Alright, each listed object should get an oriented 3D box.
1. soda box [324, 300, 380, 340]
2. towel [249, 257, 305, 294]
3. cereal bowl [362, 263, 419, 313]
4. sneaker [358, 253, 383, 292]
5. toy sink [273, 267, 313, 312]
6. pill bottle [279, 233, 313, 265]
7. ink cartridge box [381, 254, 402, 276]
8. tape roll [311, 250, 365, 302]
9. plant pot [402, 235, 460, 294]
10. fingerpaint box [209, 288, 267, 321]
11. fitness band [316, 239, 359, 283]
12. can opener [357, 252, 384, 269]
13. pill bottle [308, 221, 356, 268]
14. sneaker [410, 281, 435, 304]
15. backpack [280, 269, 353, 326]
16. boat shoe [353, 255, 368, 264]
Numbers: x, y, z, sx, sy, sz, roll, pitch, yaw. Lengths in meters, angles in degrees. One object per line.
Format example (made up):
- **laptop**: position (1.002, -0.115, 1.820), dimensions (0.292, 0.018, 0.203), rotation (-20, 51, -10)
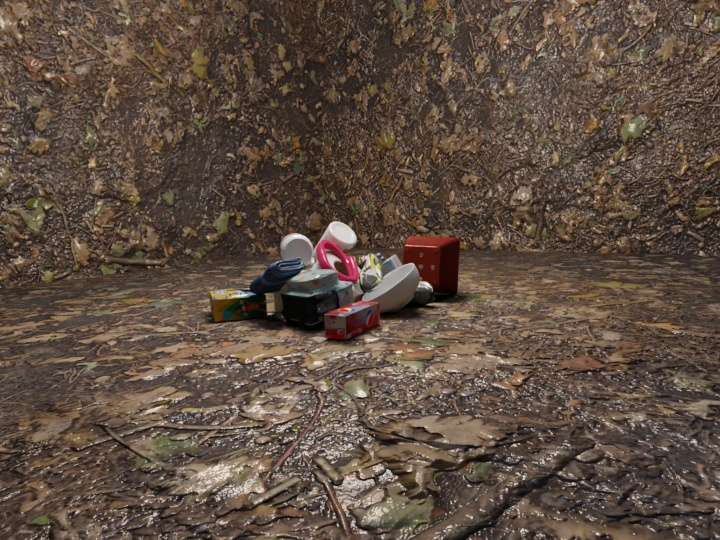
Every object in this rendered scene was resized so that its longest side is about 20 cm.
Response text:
- **soda box**: position (-0.019, 0.130, 1.391), dimensions (0.069, 0.065, 0.199), rotation (2, 8, 28)
- **towel**: position (-0.255, 0.021, 1.577), dimensions (0.110, 0.050, 0.199), rotation (-12, -13, -38)
- **cereal bowl**: position (0.105, 0.069, 1.625), dimensions (0.198, 0.084, 0.200), rotation (-33, 10, 6)
- **sneaker**: position (0.030, 0.026, 1.687), dimensions (0.073, 0.086, 0.201), rotation (27, 30, -3)
- **toy sink**: position (-0.203, 0.059, 1.770), dimensions (0.110, 0.134, 0.199), rotation (0, 8, 25)
- **pill bottle**: position (-0.221, -0.068, 1.804), dimensions (0.111, 0.117, 0.200), rotation (-4, 7, -10)
- **ink cartridge box**: position (0.080, 0.024, 1.905), dimensions (0.145, 0.085, 0.200), rotation (-35, -1, 14)
- **tape roll**: position (-0.065, 0.029, 1.731), dimensions (0.200, 0.071, 0.204), rotation (34, 23, -16)
- **plant pot**: position (0.232, -0.018, 1.834), dimensions (0.195, 0.205, 0.176), rotation (4, 4, 22)
- **fingerpaint box**: position (-0.400, 0.105, 1.692), dimensions (0.163, 0.075, 0.199), rotation (-4, 7, -19)
- **fitness band**: position (-0.076, -0.025, 1.685), dimensions (0.142, 0.038, 0.202), rotation (23, 27, -30)
- **can opener**: position (0.000, 0.000, 1.875), dimensions (0.197, 0.080, 0.063), rotation (-31, -30, 7)
- **pill bottle**: position (-0.106, -0.064, 1.862), dimensions (0.112, 0.201, 0.116), rotation (23, 36, -18)
- **sneaker**: position (0.158, 0.088, 1.717), dimensions (0.085, 0.079, 0.198), rotation (-24, 12, -40)
- **backpack**: position (-0.116, 0.076, 1.524), dimensions (0.197, 0.157, 0.174), rotation (-4, 0, -41)
- **boat shoe**: position (-0.030, -0.003, 1.959), dimensions (0.195, 0.065, 0.072), rotation (-10, 44, 16)
